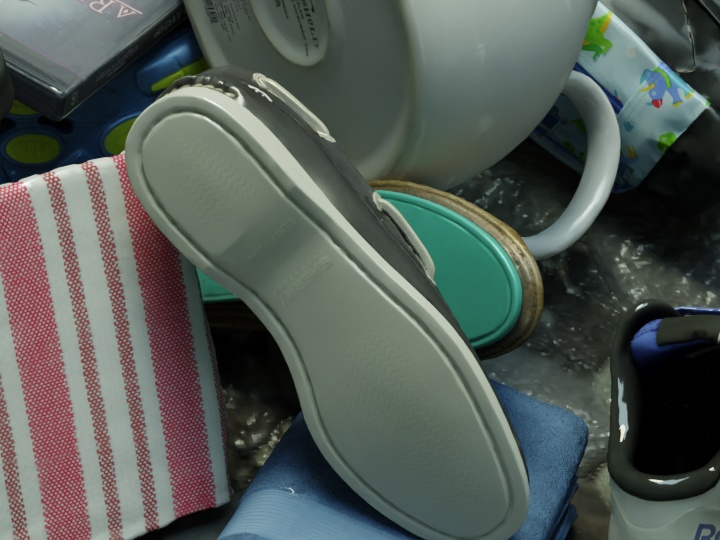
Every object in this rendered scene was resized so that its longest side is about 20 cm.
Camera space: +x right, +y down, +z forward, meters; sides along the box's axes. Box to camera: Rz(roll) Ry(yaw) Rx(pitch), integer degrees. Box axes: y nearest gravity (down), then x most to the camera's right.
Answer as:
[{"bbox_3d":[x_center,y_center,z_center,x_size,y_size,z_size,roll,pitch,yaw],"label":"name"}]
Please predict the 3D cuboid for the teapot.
[{"bbox_3d":[0.029,-0.127,1.162,0.146,0.200,0.197,-25,61,-30],"label":"teapot"}]

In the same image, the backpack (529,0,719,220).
[{"bbox_3d":[0.103,-0.127,1.287,0.200,0.154,0.163,46,47,-4],"label":"backpack"}]

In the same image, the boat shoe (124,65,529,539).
[{"bbox_3d":[-0.004,0.011,1.054,0.200,0.074,0.060,48,29,-3],"label":"boat shoe"}]

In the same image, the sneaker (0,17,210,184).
[{"bbox_3d":[-0.129,-0.078,1.232,0.199,0.071,0.083,-15,31,-25],"label":"sneaker"}]

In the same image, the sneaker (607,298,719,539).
[{"bbox_3d":[0.151,0.051,1.110,0.080,0.115,0.199,14,38,30],"label":"sneaker"}]

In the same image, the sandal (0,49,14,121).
[{"bbox_3d":[-0.177,-0.089,1.106,0.075,0.048,0.201,-15,35,-8],"label":"sandal"}]

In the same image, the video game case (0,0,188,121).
[{"bbox_3d":[-0.126,-0.146,1.233,0.143,0.019,0.200,29,43,16],"label":"video game case"}]

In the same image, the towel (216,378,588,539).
[{"bbox_3d":[0.002,0.112,1.070,0.111,0.049,0.200,24,45,11],"label":"towel"}]

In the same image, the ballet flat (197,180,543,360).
[{"bbox_3d":[0.000,0.000,1.136,0.200,0.068,0.072,2,-1,36],"label":"ballet flat"}]

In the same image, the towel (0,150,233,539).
[{"bbox_3d":[-0.142,0.042,1.047,0.200,0.147,0.030,-17,20,-30],"label":"towel"}]
